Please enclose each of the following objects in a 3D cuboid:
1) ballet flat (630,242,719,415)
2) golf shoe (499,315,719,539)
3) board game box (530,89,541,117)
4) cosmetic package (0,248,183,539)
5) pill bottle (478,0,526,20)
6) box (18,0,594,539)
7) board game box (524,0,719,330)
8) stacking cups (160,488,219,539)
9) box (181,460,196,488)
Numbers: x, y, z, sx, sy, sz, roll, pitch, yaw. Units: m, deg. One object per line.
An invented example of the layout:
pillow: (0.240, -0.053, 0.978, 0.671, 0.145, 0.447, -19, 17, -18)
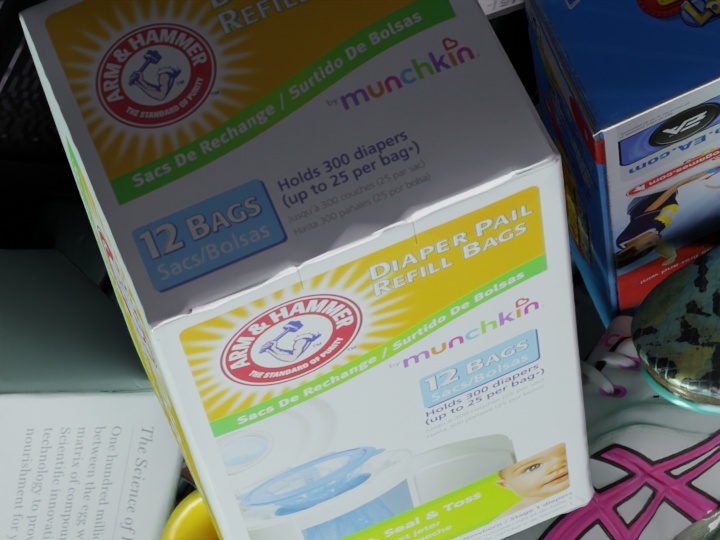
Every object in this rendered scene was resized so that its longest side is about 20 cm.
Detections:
ballet flat: (0.166, -0.005, 0.875, 0.199, 0.074, 0.074, -11, 142, -39)
golf shoe: (0.076, 0.065, 0.900, 0.199, 0.093, 0.073, -16, 179, -27)
board game box: (0.181, -0.066, 1.017, 0.199, 0.062, 0.200, 17, 125, -41)
cosmetic package: (-0.179, 0.104, 0.907, 0.199, 0.123, 0.201, 1, 112, -30)
pill bottle: (0.009, -0.121, 0.807, 0.199, 0.113, 0.113, -20, 143, -9)
box: (-0.009, 0.001, 0.770, 0.112, 0.102, 0.200, -22, 151, -6)
board game box: (0.152, -0.069, 0.853, 0.199, 0.056, 0.196, -24, 161, -2)
stacking cups: (0.019, 0.087, 0.951, 0.199, 0.061, 0.061, -8, 143, -52)
box: (0.007, 0.060, 1.055, 0.100, 0.075, 0.200, -33, 144, 9)
